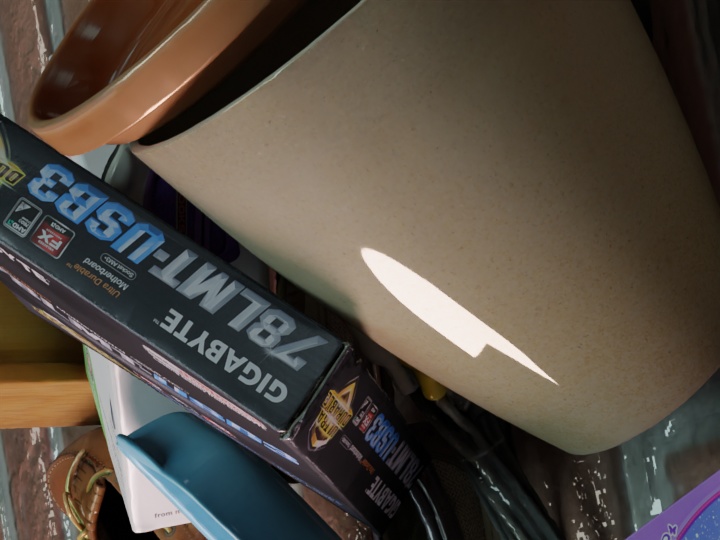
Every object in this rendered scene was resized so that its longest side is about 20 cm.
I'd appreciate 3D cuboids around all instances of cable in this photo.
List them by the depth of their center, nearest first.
[{"bbox_3d":[0.033,0.067,1.048,0.097,0.050,0.201,8,122,67],"label":"cable"}]

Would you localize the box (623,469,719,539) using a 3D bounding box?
[{"bbox_3d":[0.157,0.143,0.915,0.200,0.039,0.137,-47,55,53],"label":"box"}]

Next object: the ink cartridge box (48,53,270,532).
[{"bbox_3d":[-0.096,0.003,1.223,0.146,0.084,0.201,-116,19,-55],"label":"ink cartridge box"}]

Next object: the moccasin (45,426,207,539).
[{"bbox_3d":[-0.125,0.136,1.364,0.201,0.078,0.074,15,137,55],"label":"moccasin"}]

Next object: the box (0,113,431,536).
[{"bbox_3d":[-0.075,0.021,0.997,0.200,0.050,0.199,32,173,17],"label":"box"}]

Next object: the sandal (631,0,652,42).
[{"bbox_3d":[0.065,-0.148,1.029,0.200,0.045,0.075,44,154,37],"label":"sandal"}]

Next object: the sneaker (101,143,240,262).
[{"bbox_3d":[-0.046,-0.093,1.103,0.081,0.083,0.201,139,155,-79],"label":"sneaker"}]

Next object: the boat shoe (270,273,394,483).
[{"bbox_3d":[0.000,0.000,1.143,0.072,0.072,0.201,148,126,-78],"label":"boat shoe"}]

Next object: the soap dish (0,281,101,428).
[{"bbox_3d":[-0.188,0.006,1.358,0.081,0.200,0.158,-15,79,37],"label":"soap dish"}]

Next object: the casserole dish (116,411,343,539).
[{"bbox_3d":[-0.034,0.133,1.156,0.200,0.039,0.121,49,168,-24],"label":"casserole dish"}]

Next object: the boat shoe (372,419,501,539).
[{"bbox_3d":[0.038,0.165,1.101,0.072,0.065,0.201,-11,85,59],"label":"boat shoe"}]

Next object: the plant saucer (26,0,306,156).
[{"bbox_3d":[-0.045,-0.118,0.912,0.200,0.032,0.200,-41,19,17],"label":"plant saucer"}]

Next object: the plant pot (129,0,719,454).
[{"bbox_3d":[0.050,-0.034,0.919,0.200,0.187,0.187,48,153,-14],"label":"plant pot"}]
